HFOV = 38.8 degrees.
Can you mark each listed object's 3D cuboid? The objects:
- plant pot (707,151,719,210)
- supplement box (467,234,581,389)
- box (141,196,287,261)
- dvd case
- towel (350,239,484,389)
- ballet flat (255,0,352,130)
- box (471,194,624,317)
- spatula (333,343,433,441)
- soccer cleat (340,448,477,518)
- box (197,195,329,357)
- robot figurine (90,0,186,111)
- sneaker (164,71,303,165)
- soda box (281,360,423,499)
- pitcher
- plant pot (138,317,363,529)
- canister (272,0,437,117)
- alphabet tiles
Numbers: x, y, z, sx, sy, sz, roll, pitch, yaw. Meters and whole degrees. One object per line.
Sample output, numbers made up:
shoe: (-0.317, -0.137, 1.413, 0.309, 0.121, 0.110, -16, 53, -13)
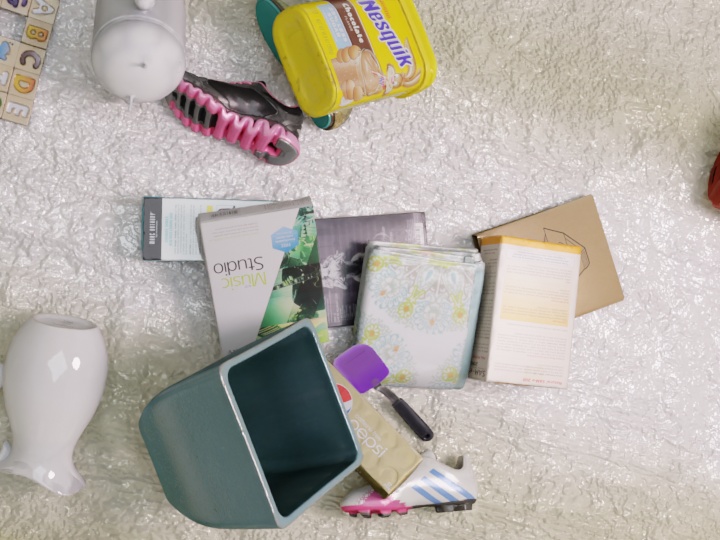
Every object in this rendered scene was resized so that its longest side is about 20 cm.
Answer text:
plant pot: (0.640, -0.126, 1.520, 0.194, 0.201, 0.202, 22, 82, -6)
supplement box: (0.226, 0.059, 1.418, 0.125, 0.073, 0.201, 8, 87, -16)
box: (-0.183, -0.051, 1.328, 0.199, 0.049, 0.083, 1, 89, -12)
dvd case: (0.000, 0.000, 1.406, 0.199, 0.016, 0.150, -5, 90, -17)
towel: (0.076, 0.062, 1.394, 0.170, 0.048, 0.201, 6, 99, -15)
ballet flat: (-0.072, -0.285, 1.377, 0.070, 0.071, 0.201, -31, 96, -15)
box: (0.273, -0.004, 1.484, 0.199, 0.021, 0.164, -18, 93, -16)
spatula: (0.041, 0.171, 1.380, 0.056, 0.021, 0.200, -37, 123, 10)
soccer cleat: (0.065, 0.290, 1.394, 0.199, 0.070, 0.087, 0, 74, -20)
box: (-0.121, 0.012, 1.307, 0.143, 0.036, 0.201, -10, 118, -7)
robot figurine: (-0.272, -0.286, 1.260, 0.112, 0.170, 0.201, 3, 47, -13)
sneaker: (-0.162, -0.218, 1.348, 0.199, 0.079, 0.096, 26, 59, -14)
soda box: (-0.013, 0.202, 1.336, 0.068, 0.064, 0.200, -42, 79, -16)
pitcher: (-0.399, 0.154, 1.236, 0.171, 0.121, 0.201, 11, 97, -8)
plant pot: (-0.153, 0.197, 1.248, 0.196, 0.199, 0.197, -27, 98, -57)
canister: (-0.006, -0.286, 1.336, 0.200, 0.086, 0.149, -24, 92, -44)
alphabet tiles: (-0.480, -0.267, 1.268, 0.166, 0.008, 0.201, 15, 88, -20)
